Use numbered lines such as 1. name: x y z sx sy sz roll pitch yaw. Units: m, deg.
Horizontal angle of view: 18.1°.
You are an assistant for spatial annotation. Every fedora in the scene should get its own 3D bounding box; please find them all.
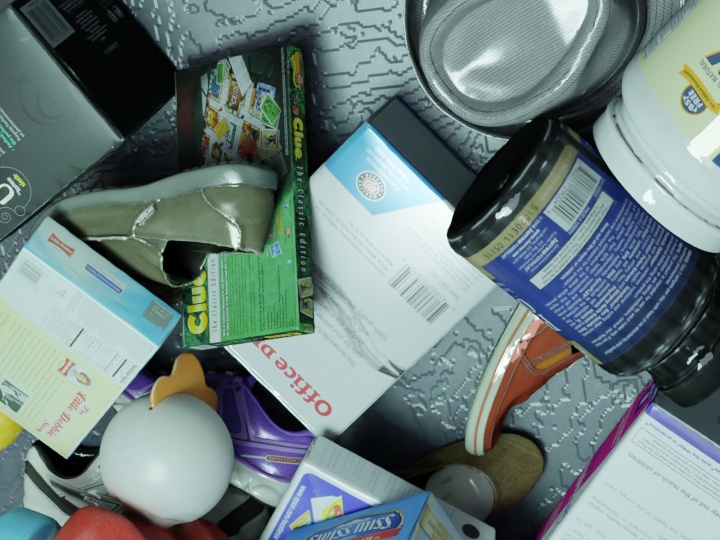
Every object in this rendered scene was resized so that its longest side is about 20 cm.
1. fedora: 0.115 -0.166 1.512 0.200 0.090 0.177 -25 101 22

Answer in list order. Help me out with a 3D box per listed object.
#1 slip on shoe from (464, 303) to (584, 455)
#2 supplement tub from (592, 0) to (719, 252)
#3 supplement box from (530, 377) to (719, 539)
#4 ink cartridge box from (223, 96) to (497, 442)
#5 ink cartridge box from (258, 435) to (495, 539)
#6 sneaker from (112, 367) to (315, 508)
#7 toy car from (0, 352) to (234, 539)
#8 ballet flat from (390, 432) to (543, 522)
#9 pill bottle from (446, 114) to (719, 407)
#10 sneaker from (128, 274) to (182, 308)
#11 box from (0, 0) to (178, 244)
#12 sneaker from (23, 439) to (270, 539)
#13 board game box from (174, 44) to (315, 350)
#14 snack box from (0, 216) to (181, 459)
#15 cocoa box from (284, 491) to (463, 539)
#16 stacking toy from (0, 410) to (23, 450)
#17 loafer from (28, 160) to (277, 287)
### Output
1. slip on shoe: 0.130 0.053 1.601 0.061 0.074 0.200 29 109 0
2. supplement tub: 0.261 -0.123 1.458 0.145 0.145 0.200 42 114 -2
3. supplement box: 0.201 0.176 1.607 0.103 0.101 0.200 33 114 2
4. ink cartridge box: 0.000 0.000 1.607 0.145 0.084 0.200 44 114 -3
5. ink cartridge box: 0.017 0.236 1.642 0.200 0.043 0.198 30 131 2
6. sneaker: -0.116 0.102 1.696 0.200 0.081 0.084 29 85 8
7. toy car: -0.134 0.160 1.600 0.184 0.177 0.201 16 87 31
8. ballet flat: 0.039 0.175 1.667 0.199 0.072 0.068 -16 102 20
9. pill bottle: 0.165 -0.002 1.496 0.200 0.112 0.112 39 115 -10
10. sneaker: -0.151 -0.006 1.669 0.199 0.071 0.076 -18 128 19
11. box: -0.252 -0.103 1.605 0.200 0.149 0.124 -37 98 24
12. sneaker: -0.168 0.168 1.720 0.199 0.076 0.088 2 110 14
13. board game box: -0.082 -0.050 1.572 0.104 0.023 0.201 -8 79 32
14. snack box: -0.216 0.052 1.607 0.116 0.037 0.200 37 142 -5
15. cocoa box: 0.028 0.277 1.553 0.133 0.131 0.200 -19 115 33
16. stacking toy: -0.303 0.101 1.724 0.199 0.146 0.147 5 112 -6
17. loafer: -0.145 -0.023 1.553 0.199 0.075 0.070 -14 76 31
